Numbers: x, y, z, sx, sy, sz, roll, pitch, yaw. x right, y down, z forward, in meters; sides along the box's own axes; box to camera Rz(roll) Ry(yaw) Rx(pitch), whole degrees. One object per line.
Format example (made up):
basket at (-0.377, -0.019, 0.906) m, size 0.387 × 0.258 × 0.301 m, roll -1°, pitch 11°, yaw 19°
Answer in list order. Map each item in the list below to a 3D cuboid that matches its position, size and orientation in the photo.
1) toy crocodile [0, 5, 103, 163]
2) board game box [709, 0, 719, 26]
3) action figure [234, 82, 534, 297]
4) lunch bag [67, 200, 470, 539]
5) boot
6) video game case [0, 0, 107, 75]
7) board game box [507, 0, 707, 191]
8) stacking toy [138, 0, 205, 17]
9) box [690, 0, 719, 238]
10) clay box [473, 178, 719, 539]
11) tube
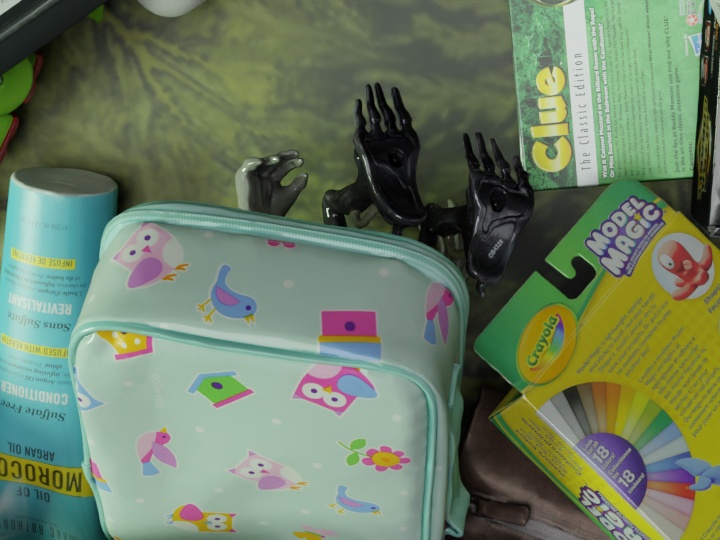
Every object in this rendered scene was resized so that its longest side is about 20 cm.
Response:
toy crocodile at (-0.192, -0.067, 0.810) m, size 0.201 × 0.061 × 0.068 m, roll -57°, pitch 47°, yaw 16°
board game box at (0.238, -0.049, 0.679) m, size 0.133 × 0.034 × 0.202 m, roll -24°, pitch 99°, yaw 5°
action figure at (0.000, 0.000, 0.759) m, size 0.118 × 0.103 × 0.200 m, roll 15°, pitch 146°, yaw -19°
lunch bag at (-0.031, 0.061, 0.701) m, size 0.158 × 0.078 × 0.201 m, roll 6°, pitch 144°, yaw 4°
boot at (0.110, 0.162, 0.775) m, size 0.164 × 0.072 × 0.203 m, roll 11°, pitch 91°, yaw 3°
video game case at (-0.209, -0.154, 0.774) m, size 0.199 × 0.025 × 0.182 m, roll -31°, pitch 66°, yaw 15°
board game box at (0.114, -0.139, 0.751) m, size 0.103 × 0.023 × 0.203 m, roll -4°, pitch 98°, yaw 10°
stacking toy at (-0.066, -0.204, 0.741) m, size 0.144 × 0.146 × 0.202 m, roll 16°, pitch 121°, yaw 8°
box at (0.224, -0.113, 0.709) m, size 0.157 × 0.046 × 0.203 m, roll 3°, pitch 101°, yaw 1°
clay box at (0.145, 0.068, 0.720) m, size 0.200 × 0.048 × 0.115 m, roll 44°, pitch 68°, yaw 2°
tube at (-0.151, 0.053, 0.830) m, size 0.077 × 0.050 × 0.203 m, roll 12°, pitch 107°, yaw 17°
